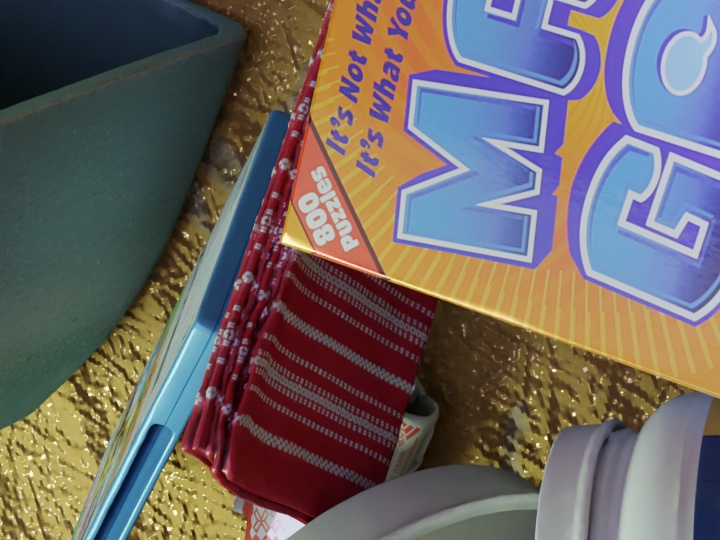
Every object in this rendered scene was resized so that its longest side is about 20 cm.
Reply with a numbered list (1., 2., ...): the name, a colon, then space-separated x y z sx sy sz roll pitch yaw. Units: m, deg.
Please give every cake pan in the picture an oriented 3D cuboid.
1. cake pan: 0.013 0.153 1.014 0.201 0.199 0.037 -57 48 21

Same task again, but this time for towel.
1. towel: 0.000 0.000 0.981 0.022 0.145 0.201 12 77 27

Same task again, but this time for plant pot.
1. plant pot: -0.194 -0.029 1.095 0.195 0.196 0.201 25 117 22

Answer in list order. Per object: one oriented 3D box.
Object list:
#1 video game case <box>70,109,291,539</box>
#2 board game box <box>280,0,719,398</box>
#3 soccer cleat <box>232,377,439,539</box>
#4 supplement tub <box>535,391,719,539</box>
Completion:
1. video game case: -0.078 0.049 1.043 0.018 0.144 0.201 24 128 -7
2. board game box: 0.121 -0.084 0.915 0.199 0.200 0.201 19 105 23
3. soccer cleat: -0.006 0.083 1.075 0.085 0.068 0.202 -1 91 36
4. supplement tub: 0.170 0.113 0.911 0.198 0.144 0.146 -3 95 18
